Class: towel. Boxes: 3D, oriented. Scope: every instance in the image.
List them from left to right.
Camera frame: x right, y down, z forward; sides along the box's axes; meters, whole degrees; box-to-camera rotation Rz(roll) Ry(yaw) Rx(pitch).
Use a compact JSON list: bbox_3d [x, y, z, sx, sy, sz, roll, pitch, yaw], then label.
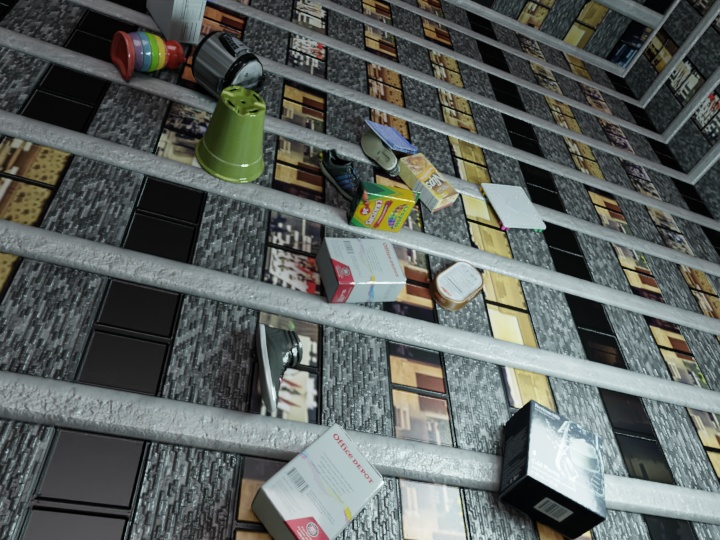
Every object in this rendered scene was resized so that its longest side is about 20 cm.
[{"bbox_3d":[0.108,-0.451,1.914,0.145,0.024,0.198,47,24,17],"label":"towel"}]

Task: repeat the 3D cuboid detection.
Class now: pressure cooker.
[{"bbox_3d":[-0.386,-0.593,1.710,0.198,0.179,0.177,39,82,9],"label":"pressure cooker"}]

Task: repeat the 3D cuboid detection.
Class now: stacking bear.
[{"bbox_3d":[-0.615,-0.641,1.678,0.196,0.115,0.122,-18,60,-44],"label":"stacking bear"}]

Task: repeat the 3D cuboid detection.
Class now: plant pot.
[{"bbox_3d":[-0.334,-0.377,1.527,0.193,0.192,0.205,14,45,-15],"label":"plant pot"}]

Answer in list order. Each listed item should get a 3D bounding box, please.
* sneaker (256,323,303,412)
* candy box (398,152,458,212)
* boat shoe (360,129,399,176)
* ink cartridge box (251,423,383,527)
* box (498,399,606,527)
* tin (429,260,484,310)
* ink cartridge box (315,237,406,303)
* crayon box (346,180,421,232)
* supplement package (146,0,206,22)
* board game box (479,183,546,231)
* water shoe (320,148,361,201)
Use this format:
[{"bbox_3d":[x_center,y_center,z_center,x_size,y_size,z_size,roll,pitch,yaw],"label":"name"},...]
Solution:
[{"bbox_3d":[-0.161,0.197,1.181,0.095,0.072,0.204,3,45,-19],"label":"sneaker"},{"bbox_3d":[0.215,-0.289,1.849,0.113,0.056,0.201,-22,63,-41],"label":"candy box"},{"bbox_3d":[0.064,-0.384,1.860,0.202,0.072,0.067,55,12,33],"label":"boat shoe"},{"bbox_3d":[-0.074,0.403,1.022,0.146,0.084,0.198,45,45,16],"label":"ink cartridge box"},{"bbox_3d":[0.422,0.436,1.254,0.195,0.126,0.199,28,41,-3],"label":"box"},{"bbox_3d":[0.273,0.039,1.597,0.112,0.043,0.197,43,44,19],"label":"tin"},{"bbox_3d":[0.000,0.000,1.444,0.193,0.084,0.149,1,50,-28],"label":"ink cartridge box"},{"bbox_3d":[0.070,-0.177,1.613,0.193,0.129,0.052,5,47,-23],"label":"crayon box"},{"bbox_3d":[-0.605,-0.872,1.853,0.108,0.158,0.203,-13,57,-39],"label":"supplement package"},{"bbox_3d":[0.529,-0.218,1.981,0.193,0.026,0.205,1,51,-29],"label":"board game box"},{"bbox_3d":[-0.038,-0.277,1.680,0.198,0.080,0.071,39,44,9],"label":"water shoe"}]
